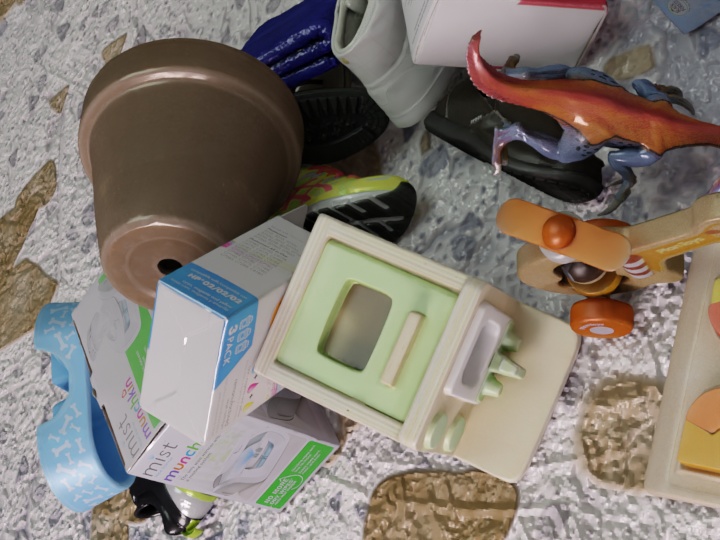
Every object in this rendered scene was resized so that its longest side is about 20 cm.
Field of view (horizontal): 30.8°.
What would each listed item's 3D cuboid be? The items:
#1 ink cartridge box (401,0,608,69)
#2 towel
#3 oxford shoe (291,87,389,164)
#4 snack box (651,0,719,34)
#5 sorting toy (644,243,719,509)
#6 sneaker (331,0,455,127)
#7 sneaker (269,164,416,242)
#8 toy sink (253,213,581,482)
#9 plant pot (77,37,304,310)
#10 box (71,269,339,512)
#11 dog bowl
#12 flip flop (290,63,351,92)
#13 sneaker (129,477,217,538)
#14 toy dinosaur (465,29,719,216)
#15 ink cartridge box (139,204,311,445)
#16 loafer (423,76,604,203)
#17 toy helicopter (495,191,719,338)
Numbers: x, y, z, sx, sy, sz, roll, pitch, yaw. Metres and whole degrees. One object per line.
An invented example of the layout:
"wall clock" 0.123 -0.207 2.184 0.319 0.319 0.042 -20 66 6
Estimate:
"ink cartridge box" 0.105 -0.266 1.077 0.086 0.146 0.202 110 157 -53
"towel" -0.058 -0.213 1.227 0.147 0.050 0.200 -27 18 25
"oxford shoe" -0.063 -0.140 1.202 0.198 0.073 0.085 -8 33 23
"snack box" 0.205 -0.304 0.984 0.067 0.168 0.202 -29 52 29
"sorting toy" 0.277 0.066 0.836 0.199 0.036 0.187 3 75 47
"sneaker" 0.047 -0.239 1.134 0.073 0.115 0.201 -3 54 48
"sneaker" -0.030 -0.065 1.188 0.199 0.078 0.091 -13 56 40
"toy sink" 0.043 0.059 0.969 0.199 0.112 0.131 24 90 23
"plant pot" -0.151 -0.064 1.097 0.199 0.200 0.176 -31 37 32
"box" -0.141 0.096 1.150 0.097 0.176 0.201 -48 44 18
"dog bowl" -0.249 0.118 1.203 0.049 0.112 0.202 -16 63 14
"flip flop" -0.081 -0.142 1.287 0.200 0.057 0.082 -43 46 24
"sneaker" -0.209 0.193 1.253 0.199 0.071 0.083 26 92 49
"toy dinosaur" 0.181 -0.089 0.906 0.180 0.200 0.106 12 94 24
"ink cartridge box" -0.080 0.035 1.023 0.067 0.200 0.116 26 121 21
"loafer" 0.125 -0.114 1.049 0.200 0.073 0.072 34 99 48
"toy helicopter" 0.182 -0.021 0.885 0.199 0.131 0.080 -21 56 51
